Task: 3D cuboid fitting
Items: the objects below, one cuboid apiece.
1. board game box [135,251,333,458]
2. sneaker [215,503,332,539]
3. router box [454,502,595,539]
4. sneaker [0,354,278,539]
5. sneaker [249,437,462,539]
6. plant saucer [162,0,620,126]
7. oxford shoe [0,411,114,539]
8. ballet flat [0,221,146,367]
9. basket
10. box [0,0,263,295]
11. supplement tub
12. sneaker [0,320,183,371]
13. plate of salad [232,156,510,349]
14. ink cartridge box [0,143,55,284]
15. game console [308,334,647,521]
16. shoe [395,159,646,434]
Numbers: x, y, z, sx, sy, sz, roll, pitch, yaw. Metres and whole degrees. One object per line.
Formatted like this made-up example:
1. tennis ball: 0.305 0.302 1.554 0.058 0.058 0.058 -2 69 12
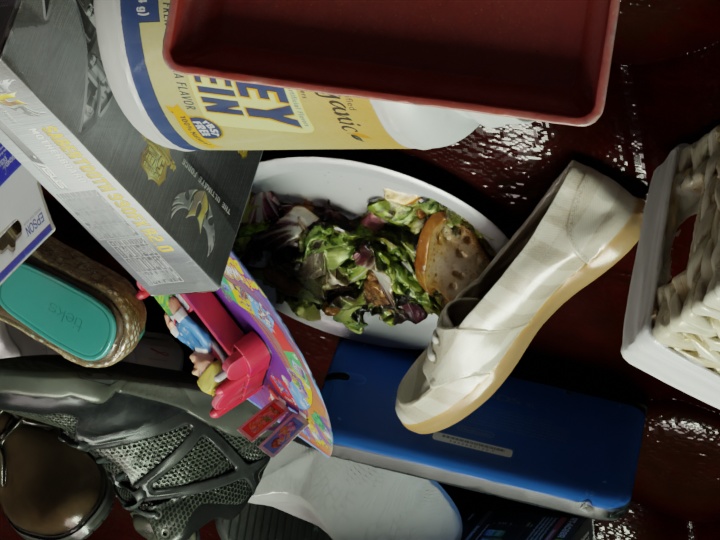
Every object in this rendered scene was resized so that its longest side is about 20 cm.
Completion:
1. board game box: -0.093 0.038 1.625 0.200 0.039 0.159 30 150 52
2. sneaker: -0.036 0.211 1.954 0.199 0.075 0.088 29 152 -31
3. router box: 0.056 0.219 1.812 0.149 0.200 0.063 2 110 24
4. sneaker: -0.149 0.114 1.720 0.198 0.115 0.076 13 -176 -27
5. sneaker: -0.010 0.146 1.844 0.199 0.076 0.088 20 178 27
6. plant saucer: 0.025 -0.171 1.212 0.198 0.201 0.037 8 177 13
7. oxford shoe: -0.229 0.120 1.830 0.200 0.073 0.085 34 166 51
8. ballet flat: -0.214 -0.003 1.688 0.199 0.071 0.065 34 -163 15
9. basket: 0.255 0.008 1.429 0.199 0.136 0.123 25 147 -15
10. box: -0.119 -0.107 1.392 0.048 0.159 0.200 -6 142 33
11. supplement tub: -0.012 -0.130 1.317 0.199 0.145 0.145 0 146 25
12. sneaker: -0.165 0.055 1.779 0.099 0.078 0.200 -17 145 32
13. plate of salad: 0.000 0.000 1.621 0.199 0.048 0.200 12 150 7
14. ink cartridge box: -0.199 -0.096 1.437 0.039 0.201 0.099 -15 168 -35
15. game console: 0.071 0.120 1.724 0.199 0.171 0.119 13 123 5
16. shoe: 0.079 0.015 1.552 0.053 0.070 0.200 36 118 -16
